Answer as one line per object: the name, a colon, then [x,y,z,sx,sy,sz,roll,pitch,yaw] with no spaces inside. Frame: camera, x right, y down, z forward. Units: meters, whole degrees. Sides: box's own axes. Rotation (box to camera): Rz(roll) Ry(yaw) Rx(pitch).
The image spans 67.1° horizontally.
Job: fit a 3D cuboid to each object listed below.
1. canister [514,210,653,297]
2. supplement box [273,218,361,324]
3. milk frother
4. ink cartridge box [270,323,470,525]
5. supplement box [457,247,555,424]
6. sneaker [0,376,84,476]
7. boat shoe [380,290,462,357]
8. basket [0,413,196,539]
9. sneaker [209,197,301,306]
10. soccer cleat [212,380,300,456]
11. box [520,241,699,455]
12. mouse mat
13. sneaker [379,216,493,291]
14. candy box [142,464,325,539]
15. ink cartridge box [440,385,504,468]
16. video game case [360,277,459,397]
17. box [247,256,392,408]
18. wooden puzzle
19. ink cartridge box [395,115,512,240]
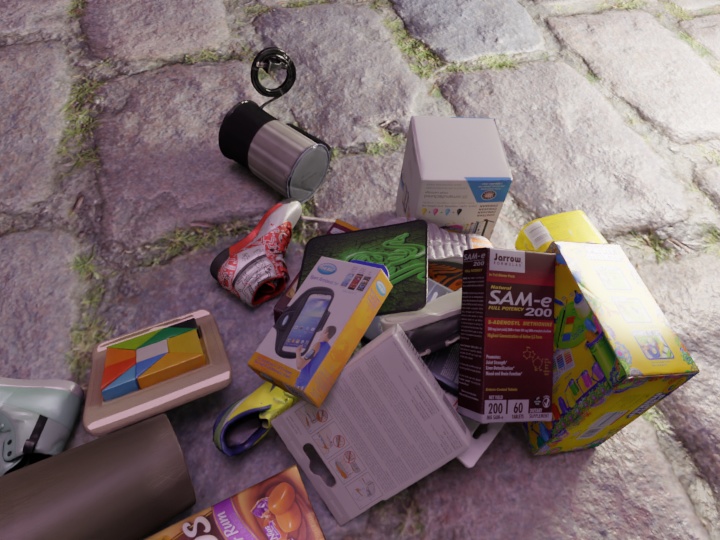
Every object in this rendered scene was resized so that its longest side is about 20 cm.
canister: [0.360,0.004,0.892,0.144,0.088,0.204,-12,52,-13]
supplement box: [-0.038,0.033,0.838,0.108,0.087,0.202,23,53,13]
milk frother: [-0.139,-0.266,0.993,0.186,0.203,0.180,33,52,20]
ink cartridge box: [0.012,0.191,0.666,0.198,0.050,0.163,-36,90,16]
supplement box: [0.182,0.079,0.675,0.105,0.061,0.208,3,86,-21]
sneaker: [-0.464,0.201,0.679,0.193,0.075,0.120,-1,45,-8]
boat shoe: [0.117,0.072,0.722,0.195,0.063,0.073,-14,14,-26]
basket: [-0.297,0.258,0.609,0.196,0.179,0.140,-21,93,-28]
sneaker: [-0.140,-0.028,0.892,0.107,0.068,0.201,35,61,20]
soccer cleat: [-0.105,0.168,0.708,0.198,0.083,0.066,-38,106,-10]
box: [0.286,0.103,0.720,0.118,0.202,0.197,1,51,-21]
mouse mat: [0.000,0.000,0.763,0.193,0.008,0.165,-8,48,16]
sneaker: [0.109,-0.011,0.861,0.194,0.113,0.079,14,51,-15]
candy box: [-0.140,0.328,0.622,0.195,0.057,0.118,-21,57,-18]
ink cartridge box: [0.097,0.176,0.749,0.198,0.068,0.115,38,58,23]
video game case: [0.084,0.071,0.764,0.196,0.019,0.144,27,54,10]
box: [-0.045,0.059,0.686,0.117,0.042,0.203,10,60,43]
wooden puzzle: [-0.277,0.121,0.737,0.180,0.038,0.200,-18,27,-17]
ink cartridge box: [0.145,-0.126,0.903,0.142,0.203,0.148,-1,53,-5]
